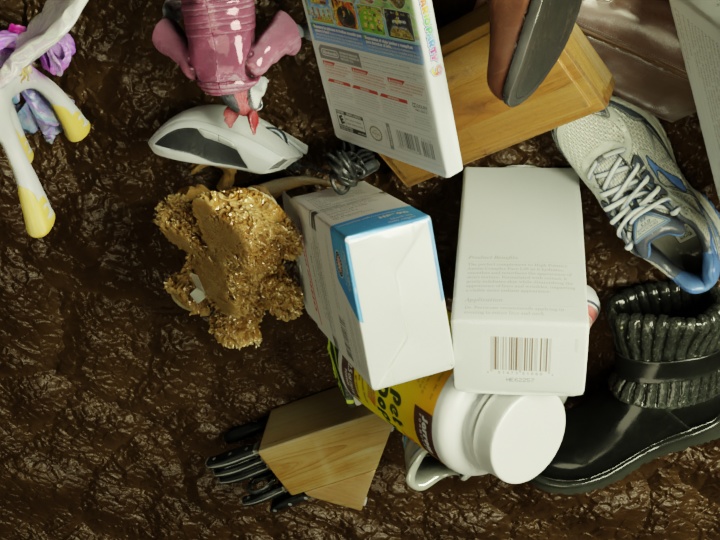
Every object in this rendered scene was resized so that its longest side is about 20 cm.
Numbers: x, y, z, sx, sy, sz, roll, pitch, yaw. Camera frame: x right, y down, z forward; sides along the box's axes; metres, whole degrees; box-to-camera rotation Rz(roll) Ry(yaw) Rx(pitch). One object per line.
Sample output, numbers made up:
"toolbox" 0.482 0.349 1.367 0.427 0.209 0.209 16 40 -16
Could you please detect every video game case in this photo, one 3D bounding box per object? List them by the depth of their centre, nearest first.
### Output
"video game case" 0.005 -0.173 0.736 0.143 0.018 0.202 28 140 50

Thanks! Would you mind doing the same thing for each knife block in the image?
"knife block" -0.064 0.171 1.077 0.173 0.064 0.202 16 128 -2

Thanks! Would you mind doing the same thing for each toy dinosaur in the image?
"toy dinosaur" -0.104 -0.060 0.928 0.199 0.061 0.106 -34 127 30

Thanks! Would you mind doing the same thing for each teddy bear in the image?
"teddy bear" -0.106 -0.007 0.879 0.144 0.067 0.201 30 143 20

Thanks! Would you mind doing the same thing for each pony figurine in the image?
"pony figurine" -0.280 -0.155 0.817 0.164 0.195 0.201 3 147 13

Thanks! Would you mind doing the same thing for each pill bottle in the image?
"pill bottle" 0.074 0.096 0.870 0.199 0.109 0.110 28 148 51

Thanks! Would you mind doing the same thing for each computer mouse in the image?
"computer mouse" -0.082 -0.107 0.859 0.197 0.110 0.044 11 110 14

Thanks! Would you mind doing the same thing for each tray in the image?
"tray" 0.081 -0.135 0.795 0.199 0.037 0.099 -18 124 45

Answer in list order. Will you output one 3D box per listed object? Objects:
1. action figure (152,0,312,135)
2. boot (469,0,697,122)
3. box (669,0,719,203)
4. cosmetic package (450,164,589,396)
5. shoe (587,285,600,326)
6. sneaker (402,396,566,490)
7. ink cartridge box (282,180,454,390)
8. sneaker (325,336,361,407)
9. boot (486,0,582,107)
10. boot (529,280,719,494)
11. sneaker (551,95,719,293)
"action figure" -0.098 -0.194 0.765 0.132 0.149 0.202 -7 112 9
"boot" 0.194 -0.203 0.740 0.198 0.065 0.187 22 141 -1
"box" 0.337 -0.124 0.697 0.197 0.131 0.201 -23 121 6
"cosmetic package" 0.125 0.002 0.822 0.100 0.201 0.075 2 128 9
"shoe" 0.137 0.095 0.949 0.199 0.092 0.071 -33 132 27
"sneaker" 0.120 0.160 1.018 0.199 0.087 0.075 -36 111 30
"ink cartridge box" 0.000 0.000 0.815 0.067 0.200 0.118 -15 108 -14
"sneaker" 0.002 0.031 0.966 0.075 0.076 0.202 -16 126 -9
"boot" 0.048 -0.221 0.690 0.198 0.068 0.191 20 119 30
"boot" 0.230 0.101 0.936 0.209 0.080 0.159 -22 128 -2
"sneaker" 0.226 -0.059 0.830 0.200 0.086 0.077 40 124 -18
